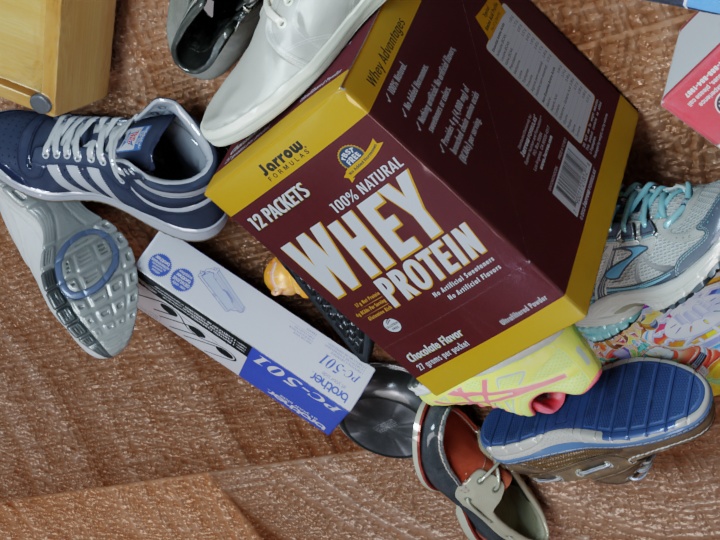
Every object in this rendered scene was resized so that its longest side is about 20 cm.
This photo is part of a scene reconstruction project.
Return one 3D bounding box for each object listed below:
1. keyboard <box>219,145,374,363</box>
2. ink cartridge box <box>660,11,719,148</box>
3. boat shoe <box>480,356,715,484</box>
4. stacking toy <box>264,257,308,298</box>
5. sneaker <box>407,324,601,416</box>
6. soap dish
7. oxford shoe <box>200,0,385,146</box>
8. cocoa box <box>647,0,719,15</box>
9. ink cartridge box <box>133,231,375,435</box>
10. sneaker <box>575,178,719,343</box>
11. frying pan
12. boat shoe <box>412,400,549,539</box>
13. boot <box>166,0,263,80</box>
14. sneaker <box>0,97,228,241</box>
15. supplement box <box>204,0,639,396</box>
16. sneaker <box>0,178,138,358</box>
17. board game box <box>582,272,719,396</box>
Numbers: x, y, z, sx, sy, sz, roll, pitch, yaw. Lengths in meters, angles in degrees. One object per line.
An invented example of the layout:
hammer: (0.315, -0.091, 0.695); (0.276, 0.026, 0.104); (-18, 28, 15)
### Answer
keyboard: (-0.054, -0.027, 1.063); (0.200, 0.039, 0.105); (48, 146, 31)
ink cartridge box: (0.301, -0.106, 0.880); (0.199, 0.084, 0.144); (34, 136, -10)
boat shoe: (0.186, 0.117, 1.119); (0.199, 0.073, 0.072); (-13, 132, 45)
stacking toy: (0.000, 0.000, 1.116); (0.199, 0.116, 0.110); (-6, 128, 43)
sneaker: (0.106, 0.078, 1.119); (0.090, 0.078, 0.200); (42, 156, -10)
soap dish: (-0.266, -0.201, 1.030); (0.198, 0.082, 0.158); (21, 138, 4)
oxford shoe: (-0.028, -0.155, 0.851); (0.058, 0.075, 0.200); (37, 103, -28)
cocoa box: (0.190, -0.229, 0.718); (0.130, 0.201, 0.134); (14, 136, 9)
ink cartridge box: (-0.089, 0.050, 1.191); (0.199, 0.044, 0.094); (33, 159, 0)
sneaker: (0.176, -0.019, 0.966); (0.086, 0.078, 0.200); (44, 146, -3)
frying pan: (0.010, 0.095, 1.250); (0.114, 0.031, 0.191); (-8, 132, 27)
boat shoe: (0.100, 0.171, 1.244); (0.062, 0.072, 0.201); (8, 146, 34)
boot: (-0.093, -0.167, 0.952); (0.067, 0.131, 0.200); (30, 137, -8)
sneaker: (-0.189, -0.089, 1.093); (0.198, 0.071, 0.109); (18, 159, 2)
supplement box: (0.045, -0.074, 0.937); (0.200, 0.198, 0.132); (41, 134, -18)
sneaker: (-0.228, -0.018, 1.167); (0.201, 0.074, 0.087); (61, 158, 19)
board game box: (0.239, 0.030, 1.078); (0.199, 0.034, 0.135); (-24, 120, 39)
